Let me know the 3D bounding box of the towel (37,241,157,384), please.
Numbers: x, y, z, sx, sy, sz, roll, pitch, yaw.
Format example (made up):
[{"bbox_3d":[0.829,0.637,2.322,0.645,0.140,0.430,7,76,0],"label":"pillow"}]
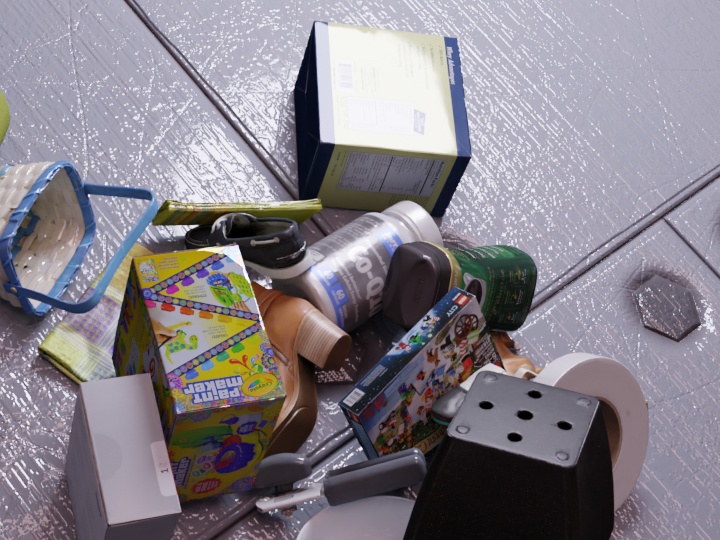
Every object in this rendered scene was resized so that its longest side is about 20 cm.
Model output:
[{"bbox_3d":[-0.267,0.062,1.724,0.143,0.023,0.201,34,55,5],"label":"towel"}]

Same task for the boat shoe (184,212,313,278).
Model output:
[{"bbox_3d":[-0.139,-0.040,1.741,0.198,0.061,0.076,6,36,37],"label":"boat shoe"}]

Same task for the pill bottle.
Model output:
[{"bbox_3d":[0.000,0.000,1.786,0.199,0.114,0.114,-32,71,-30],"label":"pill bottle"}]

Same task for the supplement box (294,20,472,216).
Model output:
[{"bbox_3d":[0.025,-0.195,1.904,0.197,0.135,0.202,5,57,-13],"label":"supplement box"}]

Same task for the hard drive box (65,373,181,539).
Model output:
[{"bbox_3d":[-0.250,0.225,1.517,0.076,0.201,0.157,-7,61,-20],"label":"hard drive box"}]

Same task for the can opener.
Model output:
[{"bbox_3d":[-0.026,0.227,1.618,0.197,0.053,0.067,-11,100,4],"label":"can opener"}]

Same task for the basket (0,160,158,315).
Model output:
[{"bbox_3d":[-0.348,-0.039,1.679,0.198,0.140,0.177,10,50,27],"label":"basket"}]

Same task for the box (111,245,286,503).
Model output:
[{"bbox_3d":[-0.179,0.114,1.575,0.120,0.201,0.194,-7,57,-22],"label":"box"}]

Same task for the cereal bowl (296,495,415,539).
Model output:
[{"bbox_3d":[0.023,0.335,1.580,0.197,0.084,0.201,3,30,-2],"label":"cereal bowl"}]

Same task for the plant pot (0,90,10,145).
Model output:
[{"bbox_3d":[-0.503,-0.148,1.710,0.186,0.188,0.200,32,40,5],"label":"plant pot"}]

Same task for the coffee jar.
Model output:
[{"bbox_3d":[0.117,0.020,1.763,0.198,0.106,0.085,2,17,-44],"label":"coffee jar"}]

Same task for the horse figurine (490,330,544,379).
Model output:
[{"bbox_3d":[0.182,0.162,1.778,0.132,0.050,0.201,34,53,-1],"label":"horse figurine"}]

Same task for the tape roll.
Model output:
[{"bbox_3d":[0.257,0.197,1.710,0.201,0.037,0.206,-6,99,-38],"label":"tape roll"}]

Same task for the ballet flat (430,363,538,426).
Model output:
[{"bbox_3d":[0.163,0.143,1.692,0.198,0.069,0.068,6,12,-39],"label":"ballet flat"}]

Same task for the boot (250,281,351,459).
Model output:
[{"bbox_3d":[-0.116,0.120,1.695,0.154,0.076,0.202,28,93,30],"label":"boot"}]

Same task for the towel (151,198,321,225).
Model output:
[{"bbox_3d":[-0.152,-0.071,1.795,0.197,0.086,0.018,-2,81,-23],"label":"towel"}]

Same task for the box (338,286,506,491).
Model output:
[{"bbox_3d":[0.076,0.136,1.687,0.200,0.137,0.038,-44,41,-20],"label":"box"}]

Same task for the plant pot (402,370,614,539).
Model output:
[{"bbox_3d":[0.160,0.224,1.529,0.197,0.180,0.200,13,31,16],"label":"plant pot"}]
